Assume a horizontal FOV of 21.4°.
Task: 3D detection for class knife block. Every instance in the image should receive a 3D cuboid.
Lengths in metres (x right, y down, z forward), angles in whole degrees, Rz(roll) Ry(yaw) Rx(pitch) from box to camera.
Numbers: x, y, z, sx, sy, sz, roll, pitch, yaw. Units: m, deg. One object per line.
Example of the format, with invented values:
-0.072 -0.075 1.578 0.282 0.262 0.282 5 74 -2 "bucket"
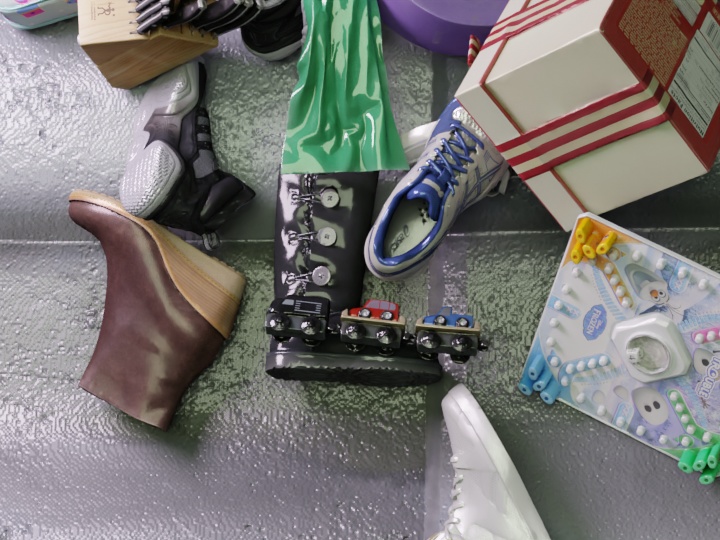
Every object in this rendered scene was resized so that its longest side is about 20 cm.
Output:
-0.165 -0.229 1.740 0.174 0.200 0.065 -4 78 4 "knife block"

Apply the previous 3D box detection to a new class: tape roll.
0.095 -0.305 1.740 0.198 0.085 0.202 2 78 -9 "tape roll"

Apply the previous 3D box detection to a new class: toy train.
0.015 0.048 1.678 0.198 0.034 0.046 6 60 3 "toy train"

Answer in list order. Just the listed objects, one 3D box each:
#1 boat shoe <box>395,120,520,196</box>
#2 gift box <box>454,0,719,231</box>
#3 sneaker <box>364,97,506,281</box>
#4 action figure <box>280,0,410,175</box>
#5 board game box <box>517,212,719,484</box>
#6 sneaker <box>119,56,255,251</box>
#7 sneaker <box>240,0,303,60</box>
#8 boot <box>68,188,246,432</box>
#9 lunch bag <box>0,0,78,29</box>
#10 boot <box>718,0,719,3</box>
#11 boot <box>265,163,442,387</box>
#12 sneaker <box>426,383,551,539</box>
0.125 -0.103 1.739 0.198 0.072 0.069 -6 76 -2 "boat shoe"
0.211 -0.163 1.617 0.186 0.200 0.185 -22 113 43 "gift box"
0.074 -0.075 1.667 0.075 0.088 0.201 31 91 2 "sneaker"
-0.018 -0.188 1.718 0.117 0.055 0.202 -2 89 -12 "action figure"
0.247 0.072 1.633 0.199 0.201 0.026 26 41 13 "board game box"
-0.154 -0.107 1.778 0.075 0.113 0.201 -31 36 38 "sneaker"
-0.055 -0.298 1.767 0.075 0.114 0.201 27 85 14 "sneaker"
-0.220 0.034 1.760 0.199 0.072 0.167 30 83 9 "boot"
-0.308 -0.343 1.844 0.159 0.077 0.202 -18 77 7 "lunch bag"
0.291 -0.244 1.732 0.153 0.073 0.204 35 87 15 "boot"
-0.001 0.000 1.743 0.163 0.066 0.202 4 73 2 "boot"
0.091 0.210 1.679 0.115 0.074 0.201 -26 78 0 "sneaker"
